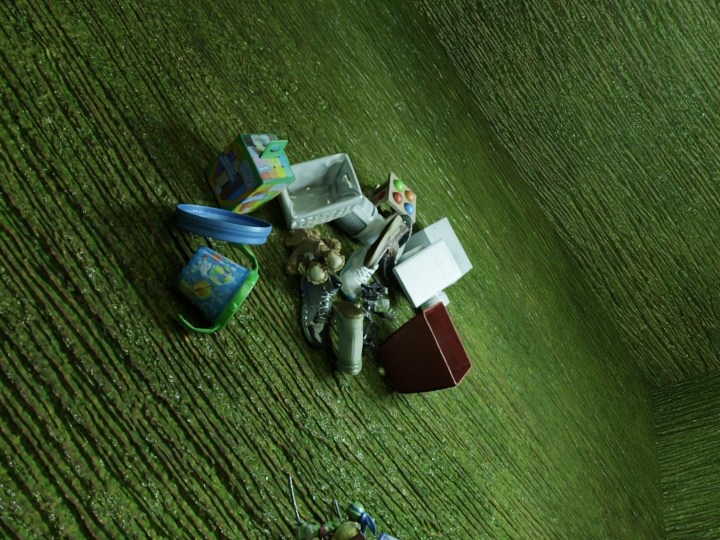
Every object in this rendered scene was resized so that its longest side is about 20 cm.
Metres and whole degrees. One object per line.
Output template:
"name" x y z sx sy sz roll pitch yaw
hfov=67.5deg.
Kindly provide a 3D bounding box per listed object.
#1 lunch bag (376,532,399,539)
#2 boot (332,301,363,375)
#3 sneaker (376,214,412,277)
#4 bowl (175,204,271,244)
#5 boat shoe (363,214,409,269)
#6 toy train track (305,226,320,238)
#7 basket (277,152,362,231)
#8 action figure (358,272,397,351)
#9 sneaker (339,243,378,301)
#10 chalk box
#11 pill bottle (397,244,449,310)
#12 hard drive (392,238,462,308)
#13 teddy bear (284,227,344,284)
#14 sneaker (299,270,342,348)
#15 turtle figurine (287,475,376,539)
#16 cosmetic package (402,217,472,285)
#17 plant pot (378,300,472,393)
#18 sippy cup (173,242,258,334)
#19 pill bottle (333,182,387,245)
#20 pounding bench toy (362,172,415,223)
"lunch bag" 0.031 0.640 1.046 0.200 0.081 0.164 -47 143 -52
"boot" -0.032 0.162 1.340 0.200 0.070 0.159 -138 -132 -78
"sneaker" 0.101 -0.082 1.611 0.073 0.203 0.080 26 26 5
"bowl" -0.285 -0.095 1.125 0.199 0.198 0.040 2 106 -51
"boat shoe" 0.078 -0.068 1.486 0.072 0.072 0.201 42 52 -10
"toy train track" -0.110 -0.042 1.426 0.114 0.032 0.204 -3 70 -52
"basket" -0.112 -0.195 1.379 0.196 0.124 0.138 -18 78 -16
"action figure" 0.043 0.106 1.420 0.119 0.100 0.204 39 57 -56
"sneaker" 0.000 0.000 1.496 0.077 0.080 0.202 44 39 -24
"chalk box" -0.241 -0.231 1.243 0.124 0.198 0.126 -20 82 -54
"pill bottle" 0.195 0.031 1.693 0.114 0.113 0.203 -27 88 -55
"hard drive" 0.203 0.006 1.625 0.198 0.025 0.134 -31 91 -26
"teddy bear" -0.112 -0.033 1.324 0.146 0.198 0.067 -52 134 -17
"sneaker" -0.088 0.077 1.300 0.074 0.115 0.204 16 55 -45
"turtle figurine" -0.070 0.539 1.044 0.197 0.196 0.145 -66 152 -23
"cosmetic package" 0.257 -0.049 1.823 0.199 0.122 0.202 -29 90 -56
"plant pot" 0.164 0.221 1.452 0.203 0.174 0.199 65 23 6
"sippy cup" -0.293 0.026 1.073 0.130 0.140 0.179 37 28 -12
"pill bottle" -0.023 -0.169 1.554 0.199 0.113 0.115 41 40 -27
"pounding bench toy" 0.092 -0.228 1.703 0.124 0.155 0.203 36 41 -30
